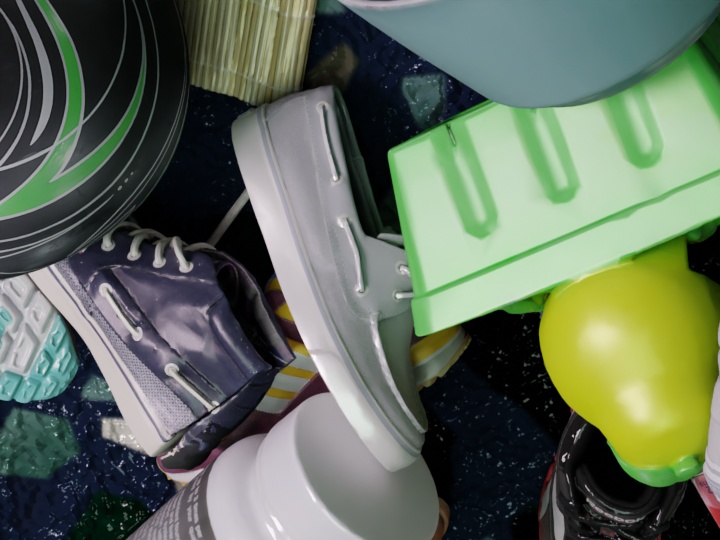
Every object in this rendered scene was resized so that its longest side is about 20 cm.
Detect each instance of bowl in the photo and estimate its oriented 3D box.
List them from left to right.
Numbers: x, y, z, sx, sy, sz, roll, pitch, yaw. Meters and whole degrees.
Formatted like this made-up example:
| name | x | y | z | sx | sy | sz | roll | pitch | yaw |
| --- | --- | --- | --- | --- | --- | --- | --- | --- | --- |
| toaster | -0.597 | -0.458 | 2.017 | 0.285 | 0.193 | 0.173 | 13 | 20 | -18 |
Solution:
| name | x | y | z | sx | sy | sz | roll | pitch | yaw |
| --- | --- | --- | --- | --- | --- | --- | --- | --- | --- |
| bowl | 0.092 | -0.149 | 0.870 | 0.201 | 0.201 | 0.105 | -24 | 125 | 25 |

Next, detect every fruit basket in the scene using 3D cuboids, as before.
| name | x | y | z | sx | sy | sz | roll | pitch | yaw |
| --- | --- | --- | --- | --- | --- | --- | --- | --- | --- |
| fruit basket | 0.130 | -0.005 | 0.945 | 0.215 | 0.155 | 0.216 | 6 | 106 | 20 |

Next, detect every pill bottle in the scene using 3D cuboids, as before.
| name | x | y | z | sx | sy | sz | roll | pitch | yaw |
| --- | --- | --- | --- | --- | --- | --- | --- | --- | --- |
| pill bottle | -0.058 | 0.159 | 1.036 | 0.114 | 0.114 | 0.200 | 41 | 123 | -9 |

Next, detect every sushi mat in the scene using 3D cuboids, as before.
| name | x | y | z | sx | sy | sz | roll | pitch | yaw |
| --- | --- | --- | --- | --- | --- | --- | --- | --- | --- |
| sushi mat | -0.062 | -0.180 | 0.986 | 0.096 | 0.012 | 0.200 | 16 | 121 | 10 |

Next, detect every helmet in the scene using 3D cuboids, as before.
| name | x | y | z | sx | sy | sz | roll | pitch | yaw |
| --- | --- | --- | --- | --- | --- | --- | --- | --- | --- |
| helmet | -0.183 | -0.090 | 0.959 | 0.200 | 0.200 | 0.191 | -2 | 97 | 17 |

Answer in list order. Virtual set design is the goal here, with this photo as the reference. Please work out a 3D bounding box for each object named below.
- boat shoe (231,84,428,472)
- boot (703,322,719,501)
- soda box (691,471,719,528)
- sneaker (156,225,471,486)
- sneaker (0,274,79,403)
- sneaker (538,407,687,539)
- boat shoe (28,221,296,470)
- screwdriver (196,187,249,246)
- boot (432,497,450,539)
| name | x | y | z | sx | sy | sz | roll | pitch | yaw |
| --- | --- | --- | --- | --- | --- | --- | --- | --- | --- |
| boat shoe | 0.000 | 0.000 | 0.992 | 0.068 | 0.072 | 0.200 | -24 | 72 | 11 |
| boot | 0.248 | 0.046 | 0.879 | 0.200 | 0.074 | 0.096 | -10 | 114 | -22 |
| soda box | 0.275 | 0.085 | 1.009 | 0.200 | 0.063 | 0.070 | -24 | 109 | 26 |
| sneaker | -0.041 | 0.046 | 1.078 | 0.200 | 0.075 | 0.090 | -27 | 99 | 20 |
| sneaker | -0.234 | -0.003 | 1.088 | 0.200 | 0.091 | 0.078 | 37 | 101 | 3 |
| sneaker | 0.133 | 0.122 | 1.050 | 0.071 | 0.098 | 0.201 | 13 | 122 | 6 |
| boat shoe | -0.112 | 0.000 | 1.044 | 0.093 | 0.075 | 0.200 | -39 | 80 | 26 |
| screwdriver | -0.076 | -0.023 | 1.068 | 0.028 | 0.029 | 0.200 | 36 | 122 | -6 |
| boot | -0.024 | 0.221 | 1.105 | 0.200 | 0.155 | 0.077 | -34 | 124 | 30 |
